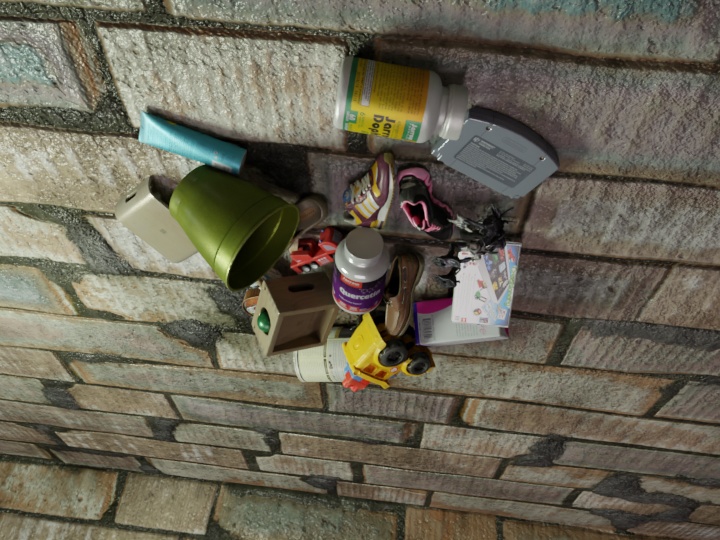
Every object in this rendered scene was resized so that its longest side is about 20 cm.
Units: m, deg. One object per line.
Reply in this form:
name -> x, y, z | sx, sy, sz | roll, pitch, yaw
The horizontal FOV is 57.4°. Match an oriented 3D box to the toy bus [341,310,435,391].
toy bus -> 0.051, 0.218, 1.577 | 0.199, 0.136, 0.192 | 28, 110, -35

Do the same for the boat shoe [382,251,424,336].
boat shoe -> 0.078, 0.052, 1.449 | 0.068, 0.072, 0.201 | -1, 111, -36

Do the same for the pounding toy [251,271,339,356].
pounding toy -> -0.172, 0.078, 1.503 | 0.199, 0.143, 0.185 | -8, 140, -30

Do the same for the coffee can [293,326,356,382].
coffee can -> -0.058, 0.220, 1.725 | 0.199, 0.147, 0.147 | -3, 144, 15

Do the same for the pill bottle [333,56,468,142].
pill bottle -> 0.063, -0.263, 1.033 | 0.199, 0.113, 0.113 | 9, 146, -3

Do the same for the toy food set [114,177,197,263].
toy food set -> -0.415, -0.105, 1.420 | 0.143, 0.061, 0.200 | -23, 127, 38

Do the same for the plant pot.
plant pot -> -0.252, -0.097, 1.254 | 0.193, 0.200, 0.201 | 38, 148, 13

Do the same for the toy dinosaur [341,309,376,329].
toy dinosaur -> 0.003, 0.095, 1.606 | 0.088, 0.047, 0.201 | 32, 116, 8

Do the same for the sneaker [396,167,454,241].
sneaker -> 0.123, -0.105, 1.267 | 0.079, 0.096, 0.200 | -14, 141, 26

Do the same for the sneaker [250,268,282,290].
sneaker -> -0.250, -0.006, 1.507 | 0.072, 0.073, 0.200 | -14, 139, 32

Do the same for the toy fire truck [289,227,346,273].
toy fire truck -> -0.138, -0.058, 1.428 | 0.199, 0.049, 0.141 | -19, 135, 33

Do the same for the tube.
tube -> -0.312, -0.232, 1.218 | 0.199, 0.051, 0.078 | 19, 135, -7

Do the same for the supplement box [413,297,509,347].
supplement box -> 0.234, 0.117, 1.531 | 0.199, 0.102, 0.103 | -9, 167, 24

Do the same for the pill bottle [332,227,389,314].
pill bottle -> 0.000, 0.000, 1.363 | 0.112, 0.113, 0.200 | 8, 148, 0

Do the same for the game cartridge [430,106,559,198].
game cartridge -> 0.241, -0.205, 1.150 | 0.199, 0.041, 0.133 | 23, 146, -21

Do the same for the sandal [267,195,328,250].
sandal -> -0.152, -0.084, 1.346 | 0.199, 0.054, 0.080 | -32, 104, 28

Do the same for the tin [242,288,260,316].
tin -> -0.202, 0.077, 1.646 | 0.199, 0.042, 0.112 | -10, 138, 24

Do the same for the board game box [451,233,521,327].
board game box -> 0.264, 0.023, 1.394 | 0.125, 0.035, 0.201 | 5, 116, 5

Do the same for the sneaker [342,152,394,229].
sneaker -> 0.013, -0.146, 1.246 | 0.089, 0.075, 0.200 | 4, 145, -5

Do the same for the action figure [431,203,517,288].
action figure -> 0.214, -0.061, 1.278 | 0.102, 0.200, 0.119 | 29, 149, 38
